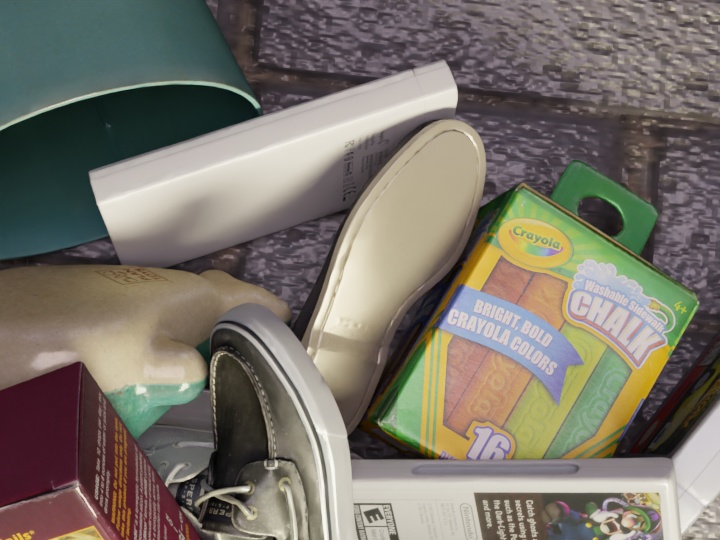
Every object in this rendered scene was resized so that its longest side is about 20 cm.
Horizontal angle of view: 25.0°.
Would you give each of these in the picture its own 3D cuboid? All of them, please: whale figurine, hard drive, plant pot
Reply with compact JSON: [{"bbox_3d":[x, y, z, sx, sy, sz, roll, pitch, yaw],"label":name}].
[{"bbox_3d":[-0.135,0.052,0.893,0.200,0.159,0.104,-12,112,-41],"label":"whale figurine"},{"bbox_3d":[-0.047,-0.054,0.916,0.200,0.132,0.027,-19,73,-7],"label":"hard drive"},{"bbox_3d":[-0.173,-0.120,0.885,0.200,0.201,0.161,-19,74,-7],"label":"plant pot"}]

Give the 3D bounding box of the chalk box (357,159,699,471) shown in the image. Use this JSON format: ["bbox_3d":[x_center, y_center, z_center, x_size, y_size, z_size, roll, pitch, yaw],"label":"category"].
[{"bbox_3d":[0.102,0.033,0.928,0.124,0.124,0.200,31,83,-3],"label":"chalk box"}]

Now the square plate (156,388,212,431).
[{"bbox_3d":[-0.167,0.153,0.940,0.200,0.028,0.198,12,85,-4],"label":"square plate"}]

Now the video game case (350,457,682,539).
[{"bbox_3d":[0.086,0.184,0.882,0.182,0.023,0.200,-2,122,16],"label":"video game case"}]

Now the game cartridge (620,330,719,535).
[{"bbox_3d":[0.206,0.079,0.930,0.041,0.133,0.200,40,82,-2],"label":"game cartridge"}]

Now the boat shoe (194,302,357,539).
[{"bbox_3d":[-0.047,0.118,0.827,0.071,0.072,0.200,-24,105,-39],"label":"boat shoe"}]

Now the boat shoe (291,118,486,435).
[{"bbox_3d":[0.000,0.000,0.905,0.073,0.063,0.200,22,100,-30],"label":"boat shoe"}]

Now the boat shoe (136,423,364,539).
[{"bbox_3d":[-0.087,0.124,0.902,0.200,0.069,0.072,8,84,-6],"label":"boat shoe"}]

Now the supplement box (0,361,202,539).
[{"bbox_3d":[-0.144,0.155,0.814,0.110,0.086,0.200,-19,128,9],"label":"supplement box"}]
